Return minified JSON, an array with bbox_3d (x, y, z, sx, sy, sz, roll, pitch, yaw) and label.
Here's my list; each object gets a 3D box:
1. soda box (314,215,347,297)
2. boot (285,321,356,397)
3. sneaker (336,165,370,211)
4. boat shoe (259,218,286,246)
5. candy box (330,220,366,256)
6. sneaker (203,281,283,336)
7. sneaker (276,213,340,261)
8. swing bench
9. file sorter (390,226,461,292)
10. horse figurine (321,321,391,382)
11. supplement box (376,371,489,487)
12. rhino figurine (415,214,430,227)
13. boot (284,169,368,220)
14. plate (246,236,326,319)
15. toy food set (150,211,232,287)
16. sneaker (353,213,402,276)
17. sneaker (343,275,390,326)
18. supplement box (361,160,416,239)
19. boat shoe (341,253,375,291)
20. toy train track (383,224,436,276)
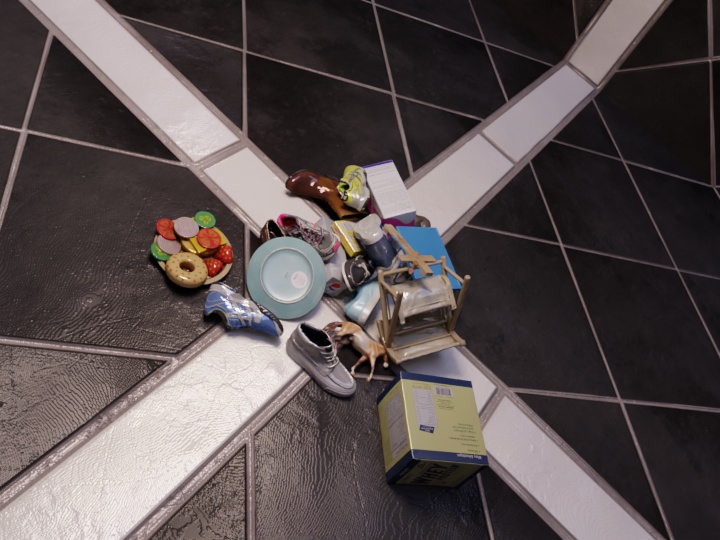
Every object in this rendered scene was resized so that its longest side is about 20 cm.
[{"bbox_3d":[-0.082,-0.038,1.676,0.067,0.063,0.204,25,42,-39],"label":"soda box"},{"bbox_3d":[-0.081,0.203,1.474,0.198,0.096,0.074,36,45,2],"label":"boot"},{"bbox_3d":[-0.026,-0.241,1.773,0.075,0.076,0.202,19,27,-22],"label":"sneaker"},{"bbox_3d":[-0.200,-0.035,1.617,0.069,0.071,0.203,-16,65,-35],"label":"boat shoe"},{"bbox_3d":[0.003,-0.093,1.758,0.104,0.026,0.198,58,29,12],"label":"candy box"},{"bbox_3d":[-0.268,0.106,1.477,0.197,0.076,0.078,29,68,-5],"label":"sneaker"},{"bbox_3d":[-0.135,-0.085,1.633,0.197,0.075,0.082,21,74,33],"label":"sneaker"},{"bbox_3d":[0.149,0.096,1.574,0.194,0.205,0.130,-11,28,-22],"label":"swing bench"},{"bbox_3d":[0.159,-0.001,1.752,0.135,0.123,0.204,0,55,-29],"label":"file sorter"},{"bbox_3d":[-0.013,0.184,1.560,0.198,0.050,0.133,38,46,3],"label":"horse figurine"},{"bbox_3d":[0.158,0.361,1.454,0.195,0.135,0.204,11,50,-21],"label":"supplement box"},{"bbox_3d":[0.120,-0.148,1.892,0.196,0.060,0.088,25,48,-1],"label":"rhino figurine"},{"bbox_3d":[-0.095,-0.193,1.777,0.185,0.069,0.201,7,34,-40],"label":"boot"},{"bbox_3d":[-0.178,0.014,1.560,0.194,0.026,0.206,3,75,-10],"label":"plate"},{"bbox_3d":[-0.399,-0.052,1.533,0.198,0.049,0.199,-25,69,-40],"label":"toy food set"},{"bbox_3d":[0.050,-0.055,1.684,0.149,0.079,0.201,61,3,-20],"label":"sneaker"},{"bbox_3d":[0.017,0.051,1.668,0.081,0.075,0.201,31,41,3],"label":"sneaker"},{"bbox_3d":[0.077,-0.198,1.823,0.101,0.102,0.203,-14,55,-13],"label":"supplement box"},{"bbox_3d":[0.000,0.000,1.645,0.200,0.059,0.076,-37,109,-75],"label":"boat shoe"},{"bbox_3d":[0.110,-0.043,1.562,0.112,0.033,0.201,1,37,-36],"label":"toy train track"}]
